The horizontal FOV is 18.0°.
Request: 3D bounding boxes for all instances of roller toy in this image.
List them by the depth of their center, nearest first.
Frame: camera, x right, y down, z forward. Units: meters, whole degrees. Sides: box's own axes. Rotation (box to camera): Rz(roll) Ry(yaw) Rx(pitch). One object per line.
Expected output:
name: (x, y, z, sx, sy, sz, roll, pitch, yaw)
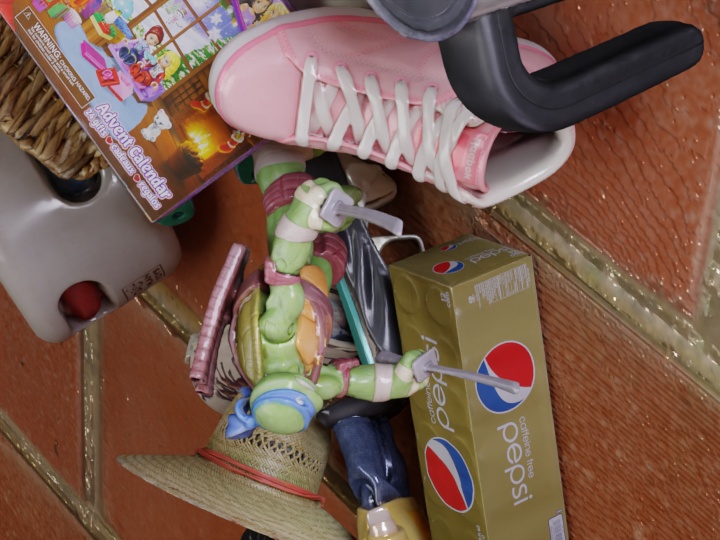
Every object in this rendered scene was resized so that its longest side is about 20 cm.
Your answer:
roller toy: (-0.220, -0.051, 1.679, 0.200, 0.140, 0.182, 62, 172, -29)

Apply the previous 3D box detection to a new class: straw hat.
straw hat: (-0.062, 0.123, 1.527, 0.201, 0.201, 0.085, 22, 88, 52)

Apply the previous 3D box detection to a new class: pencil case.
pencil case: (-0.054, 0.042, 1.553, 0.089, 0.078, 0.200, 34, 151, -11)

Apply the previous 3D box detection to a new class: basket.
basket: (-0.162, -0.165, 1.501, 0.143, 0.200, 0.149, 36, -177, -8)

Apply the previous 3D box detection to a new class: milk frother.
milk frother: (0.123, -0.167, 1.032, 0.200, 0.188, 0.181, -20, 92, 60)

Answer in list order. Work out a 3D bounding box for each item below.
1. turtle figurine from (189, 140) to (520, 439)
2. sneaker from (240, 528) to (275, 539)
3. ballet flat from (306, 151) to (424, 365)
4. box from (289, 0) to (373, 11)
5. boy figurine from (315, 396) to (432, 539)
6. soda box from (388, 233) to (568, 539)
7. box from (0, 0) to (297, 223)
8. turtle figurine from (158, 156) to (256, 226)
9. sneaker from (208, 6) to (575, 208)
turtle figurine: (0.000, 0.000, 1.296, 0.200, 0.144, 0.194, -42, 36, 31)
sneaker: (-0.013, 0.219, 1.496, 0.200, 0.087, 0.076, -145, 69, -66)
ballet flat: (0.001, -0.021, 1.443, 0.073, 0.073, 0.200, -31, 82, 60)
box: (0.000, -0.188, 1.312, 0.200, 0.095, 0.078, -5, 103, 58)
boy figurine: (0.030, 0.176, 1.475, 0.124, 0.064, 0.201, 36, -148, -72)
soda box: (0.074, 0.084, 1.393, 0.068, 0.064, 0.201, 21, 125, 53)
box: (-0.121, -0.147, 1.289, 0.200, 0.137, 0.039, 54, -171, -2)
turtle figurine: (-0.135, -0.133, 1.566, 0.150, 0.101, 0.200, -38, 59, 17)
sneaker: (0.022, -0.086, 1.214, 0.105, 0.199, 0.076, -107, 22, -58)
